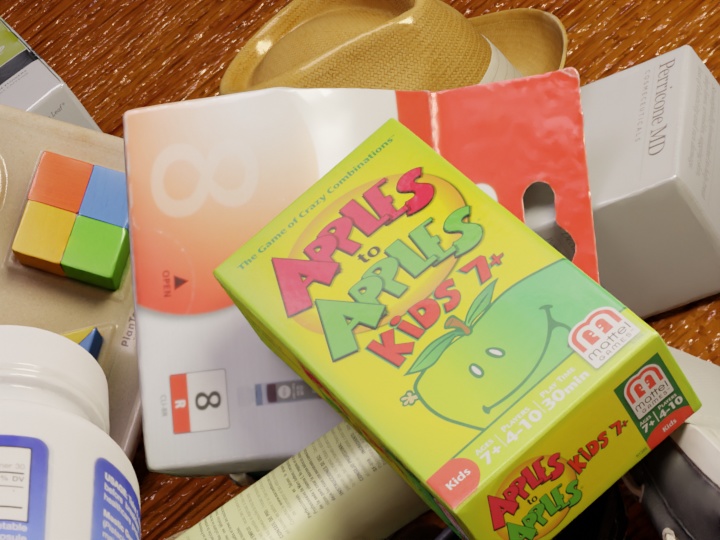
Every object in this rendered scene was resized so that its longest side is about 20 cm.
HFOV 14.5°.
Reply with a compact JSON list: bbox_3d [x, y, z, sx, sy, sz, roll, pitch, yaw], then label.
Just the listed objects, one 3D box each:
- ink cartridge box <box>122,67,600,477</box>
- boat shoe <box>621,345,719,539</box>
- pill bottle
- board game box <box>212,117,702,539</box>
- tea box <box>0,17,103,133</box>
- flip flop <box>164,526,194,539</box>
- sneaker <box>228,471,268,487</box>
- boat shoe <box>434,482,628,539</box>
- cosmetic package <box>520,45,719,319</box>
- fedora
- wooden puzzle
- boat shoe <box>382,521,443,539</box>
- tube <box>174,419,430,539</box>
[{"bbox_3d":[0.000,0.000,1.218,0.199,0.050,0.163,-8,79,17],"label":"ink cartridge box"},{"bbox_3d":[0.133,0.077,1.115,0.200,0.074,0.061,-133,57,-65],"label":"boat shoe"},{"bbox_3d":[-0.143,0.123,1.132,0.112,0.112,0.201,-25,43,22],"label":"pill bottle"},{"bbox_3d":[0.033,0.026,1.117,0.102,0.048,0.200,-41,40,-6],"label":"board game box"},{"bbox_3d":[-0.230,-0.024,1.566,0.200,0.134,0.197,-39,31,-4],"label":"tea box"},{"bbox_3d":[-0.070,0.132,1.234,0.200,0.057,0.081,-57,7,-33],"label":"flip flop"},{"bbox_3d":[-0.037,0.018,1.367,0.079,0.078,0.200,-13,38,23],"label":"sneaker"},{"bbox_3d":[0.036,0.144,1.108,0.200,0.075,0.062,-47,-12,-20],"label":"boat shoe"},{"bbox_3d":[0.077,-0.018,1.293,0.199,0.074,0.102,-23,33,27],"label":"cosmetic package"},{"bbox_3d":[-0.001,-0.083,1.316,0.200,0.082,0.201,-27,28,16],"label":"fedora"},{"bbox_3d":[-0.189,0.006,1.414,0.199,0.046,0.186,15,78,10],"label":"wooden puzzle"},{"bbox_3d":[-0.035,0.180,1.155,0.200,0.073,0.065,-43,24,-28],"label":"boat shoe"},{"bbox_3d":[-0.017,0.098,1.157,0.200,0.052,0.058,-34,-12,-1],"label":"tube"}]
